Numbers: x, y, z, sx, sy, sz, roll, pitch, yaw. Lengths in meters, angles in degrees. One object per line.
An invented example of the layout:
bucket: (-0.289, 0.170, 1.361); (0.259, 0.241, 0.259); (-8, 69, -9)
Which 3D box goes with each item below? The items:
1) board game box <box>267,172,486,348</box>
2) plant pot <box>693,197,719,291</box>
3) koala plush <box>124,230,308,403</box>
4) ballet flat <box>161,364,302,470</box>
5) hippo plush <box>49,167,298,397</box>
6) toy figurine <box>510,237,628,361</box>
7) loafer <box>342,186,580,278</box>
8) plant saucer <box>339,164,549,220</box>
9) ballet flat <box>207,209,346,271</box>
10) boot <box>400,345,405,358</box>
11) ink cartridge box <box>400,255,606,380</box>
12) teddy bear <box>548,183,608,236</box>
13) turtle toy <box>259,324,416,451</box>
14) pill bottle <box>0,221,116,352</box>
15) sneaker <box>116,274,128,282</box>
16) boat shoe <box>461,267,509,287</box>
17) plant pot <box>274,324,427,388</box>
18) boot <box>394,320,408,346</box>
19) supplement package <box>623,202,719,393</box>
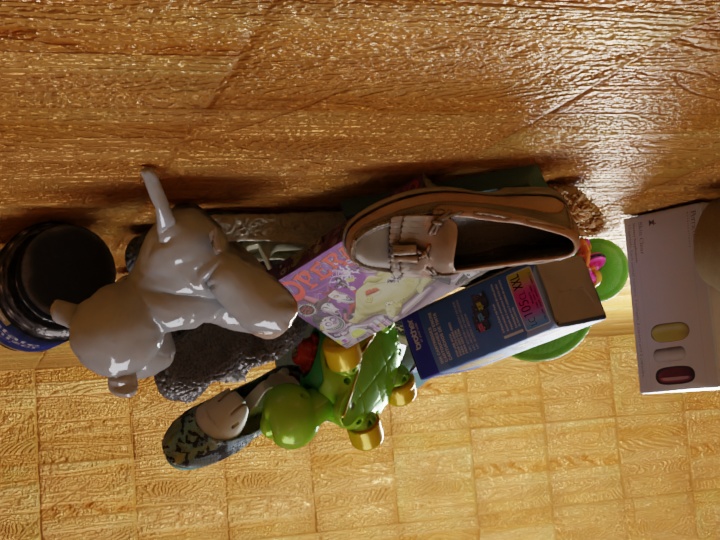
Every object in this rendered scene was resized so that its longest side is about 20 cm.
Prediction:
board game box: (0.020, -0.003, 1.074); (0.199, 0.032, 0.120); (-31, 125, 32)
plant pot: (0.433, -0.019, 1.136); (0.186, 0.189, 0.199); (2, -175, -39)
koala plush: (-0.151, 0.046, 1.243); (0.182, 0.179, 0.200); (-13, 171, -16)
ballet flat: (-0.126, 0.146, 1.235); (0.074, 0.075, 0.199); (-11, -171, 40)
hippo plush: (-0.156, 0.038, 0.986); (0.161, 0.159, 0.200); (-47, 175, -2)
toy figurine: (0.217, 0.006, 1.390); (0.199, 0.151, 0.184); (-28, 158, 10)
loafer: (0.086, -0.029, 0.976); (0.198, 0.072, 0.063); (-8, -146, -8)
plant saucer: (0.078, -0.051, 1.063); (0.199, 0.019, 0.070); (-8, 136, 30)
ballet flat: (-0.097, -0.023, 1.120); (0.198, 0.072, 0.072); (-4, 173, -8)
boot: (0.020, 0.054, 1.401); (0.079, 0.159, 0.211); (33, -166, 19)
ink cartridge box: (0.136, 0.055, 1.225); (0.199, 0.077, 0.136); (-23, 169, 32)
teddy bear: (0.142, -0.038, 1.142); (0.198, 0.067, 0.145); (-6, 170, 8)
turtle toy: (-0.026, 0.113, 1.230); (0.100, 0.147, 0.200); (8, -142, 33)
pill bottle: (-0.298, 0.015, 1.113); (0.111, 0.113, 0.200); (-1, 172, -26)
sneaker: (-0.206, 0.029, 1.447); (0.198, 0.067, 0.090); (0, 174, -15)
boat shoe: (0.112, -0.013, 1.299); (0.060, 0.072, 0.200); (-3, 176, -43)
plant pot: (0.006, 0.094, 1.643); (0.199, 0.198, 0.195); (-16, 168, 23)
boot: (0.000, 0.000, 1.289); (0.199, 0.073, 0.151); (28, 153, 9)
supplement package: (0.397, 0.034, 1.323); (0.155, 0.202, 0.110); (2, 170, -39)
